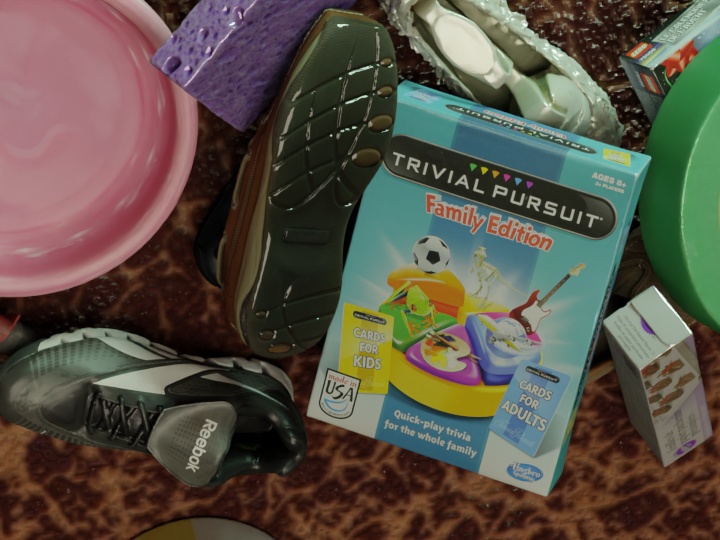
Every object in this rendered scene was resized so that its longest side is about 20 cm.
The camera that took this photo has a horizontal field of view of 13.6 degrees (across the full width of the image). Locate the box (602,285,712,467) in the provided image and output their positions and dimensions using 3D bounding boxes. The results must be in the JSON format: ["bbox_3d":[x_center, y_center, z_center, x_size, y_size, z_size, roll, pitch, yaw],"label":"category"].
[{"bbox_3d":[0.178,0.065,1.798,0.039,0.042,0.200,-34,157,-3],"label":"box"}]

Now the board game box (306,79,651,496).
[{"bbox_3d":[0.066,0.010,1.731,0.150,0.047,0.201,17,109,10],"label":"board game box"}]

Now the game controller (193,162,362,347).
[{"bbox_3d":[0.000,0.000,1.800,0.199,0.042,0.105,31,90,-24],"label":"game controller"}]

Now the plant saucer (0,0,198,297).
[{"bbox_3d":[-0.193,-0.085,1.701,0.199,0.051,0.202,-6,115,-12],"label":"plant saucer"}]

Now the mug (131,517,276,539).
[{"bbox_3d":[-0.106,0.257,1.823,0.186,0.153,0.150,-16,118,-5],"label":"mug"}]

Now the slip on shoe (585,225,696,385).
[{"bbox_3d":[0.161,0.022,1.815,0.199,0.061,0.076,-22,118,-17],"label":"slip on shoe"}]

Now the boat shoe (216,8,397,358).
[{"bbox_3d":[-0.040,-0.053,1.705,0.075,0.074,0.201,8,107,-34],"label":"boat shoe"}]

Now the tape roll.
[{"bbox_3d":[0.258,-0.051,1.757,0.199,0.048,0.202,-9,109,-27],"label":"tape roll"}]

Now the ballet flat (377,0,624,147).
[{"bbox_3d":[0.081,-0.111,1.747,0.200,0.072,0.072,39,101,-26],"label":"ballet flat"}]

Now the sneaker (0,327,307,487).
[{"bbox_3d":[-0.114,0.084,1.757,0.199,0.091,0.067,9,112,-29],"label":"sneaker"}]

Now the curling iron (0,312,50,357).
[{"bbox_3d":[-0.214,0.028,1.756,0.199,0.050,0.026,29,106,-29],"label":"curling iron"}]

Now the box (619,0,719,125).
[{"bbox_3d":[0.251,-0.083,1.795,0.137,0.040,0.201,-37,119,-15],"label":"box"}]

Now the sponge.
[{"bbox_3d":[-0.026,-0.170,1.661,0.200,0.030,0.112,-51,160,3],"label":"sponge"}]
